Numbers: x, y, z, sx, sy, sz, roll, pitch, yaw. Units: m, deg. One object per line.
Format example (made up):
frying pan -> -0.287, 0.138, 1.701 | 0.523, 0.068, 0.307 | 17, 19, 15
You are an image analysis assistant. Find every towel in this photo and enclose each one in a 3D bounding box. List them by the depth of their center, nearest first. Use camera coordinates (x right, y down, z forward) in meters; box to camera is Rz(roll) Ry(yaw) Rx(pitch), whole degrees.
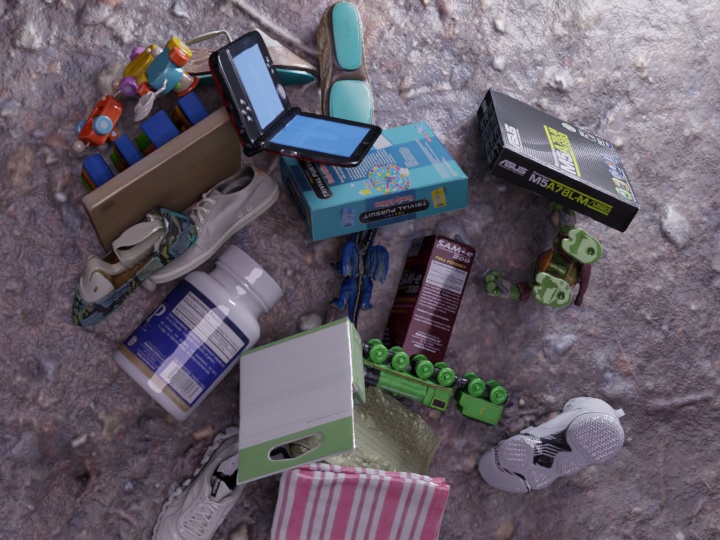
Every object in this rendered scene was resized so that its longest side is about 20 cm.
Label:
towel -> -0.003, 0.293, 1.503 | 0.198, 0.030, 0.147 | 7, 122, -5
towel -> 0.007, 0.204, 1.541 | 0.200, 0.036, 0.149 | 38, 53, -23

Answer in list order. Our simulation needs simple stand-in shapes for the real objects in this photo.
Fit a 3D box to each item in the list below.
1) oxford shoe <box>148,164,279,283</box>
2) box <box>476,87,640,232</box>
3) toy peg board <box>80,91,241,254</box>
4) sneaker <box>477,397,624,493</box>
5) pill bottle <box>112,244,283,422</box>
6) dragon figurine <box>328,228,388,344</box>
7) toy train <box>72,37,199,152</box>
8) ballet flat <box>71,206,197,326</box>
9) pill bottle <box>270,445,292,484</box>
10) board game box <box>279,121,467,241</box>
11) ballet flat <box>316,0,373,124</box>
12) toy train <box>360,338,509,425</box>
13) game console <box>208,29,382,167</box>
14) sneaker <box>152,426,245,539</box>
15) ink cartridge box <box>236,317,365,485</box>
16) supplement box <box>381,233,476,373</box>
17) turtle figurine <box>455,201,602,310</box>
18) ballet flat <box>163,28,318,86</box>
oxford shoe -> -0.188, -0.060, 1.576 | 0.200, 0.075, 0.058 | -41, 124, -12
box -> 0.246, -0.143, 1.628 | 0.192, 0.200, 0.048 | 25, 116, -12
toy peg board -> -0.250, -0.133, 1.516 | 0.199, 0.199, 0.098 | -35, 80, -12
sneaker -> 0.255, 0.226, 1.679 | 0.199, 0.115, 0.076 | -22, 93, 22
pill bottle -> -0.191, 0.072, 1.553 | 0.120, 0.120, 0.200 | 44, 79, -8
dragon figurine -> 0.000, 0.000, 1.591 | 0.058, 0.100, 0.201 | 9, 52, -11
toy train -> -0.259, -0.199, 1.522 | 0.055, 0.199, 0.151 | 36, 68, -29
ballet flat -> -0.286, -0.010, 1.529 | 0.200, 0.074, 0.074 | -39, 97, 11
pill bottle -> -0.057, 0.224, 1.582 | 0.115, 0.116, 0.201 | -30, 96, -12
board game box -> 0.014, -0.113, 1.593 | 0.198, 0.151, 0.047 | -13, 126, -12
ballet flat -> -0.023, -0.238, 1.627 | 0.070, 0.065, 0.202 | 4, 79, -21
toy train -> 0.085, 0.137, 1.548 | 0.198, 0.042, 0.057 | 19, 96, -13
game console -> -0.071, -0.200, 1.475 | 0.118, 0.200, 0.174 | -19, 104, 15
sneaker -> -0.190, 0.284, 1.569 | 0.075, 0.081, 0.201 | 32, 83, -12
ink cartridge box -> -0.067, 0.156, 1.456 | 0.144, 0.201, 0.048 | -18, 133, 13
supplement box -> 0.077, 0.060, 1.622 | 0.060, 0.109, 0.202 | 19, 84, -12
turtle figurine -> 0.215, -0.027, 1.614 | 0.143, 0.194, 0.202 | -22, 97, -5
ballet flat -> -0.151, -0.267, 1.602 | 0.198, 0.068, 0.068 | -3, 82, -15
